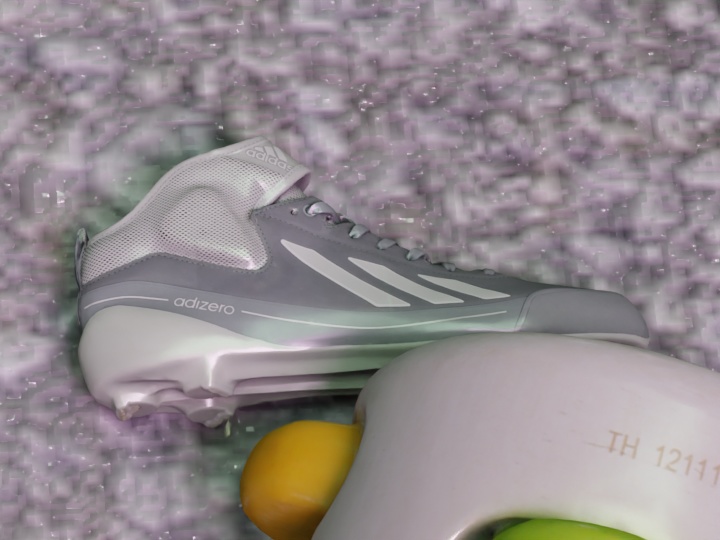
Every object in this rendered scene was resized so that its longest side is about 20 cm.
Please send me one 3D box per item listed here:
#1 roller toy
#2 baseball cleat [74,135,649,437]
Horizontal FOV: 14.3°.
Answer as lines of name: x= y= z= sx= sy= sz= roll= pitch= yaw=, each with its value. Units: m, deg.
roller toy: x=0.072 y=0.105 z=0.913 sx=0.182 sy=0.200 sz=0.140 roll=33 pitch=62 yaw=-33
baseball cleat: x=0.000 y=0.000 z=1.002 sx=0.200 sy=0.070 sz=0.107 roll=-3 pitch=69 yaw=-11
